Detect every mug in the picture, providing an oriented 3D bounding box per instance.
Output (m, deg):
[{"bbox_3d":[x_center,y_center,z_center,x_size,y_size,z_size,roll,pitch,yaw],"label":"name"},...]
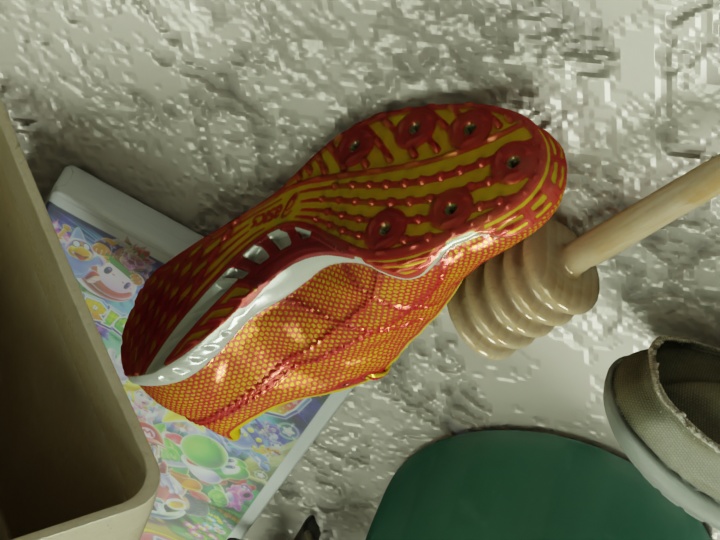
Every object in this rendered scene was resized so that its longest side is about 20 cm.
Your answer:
[{"bbox_3d":[0.066,0.170,0.889,0.151,0.115,0.186,7,135,17],"label":"mug"}]

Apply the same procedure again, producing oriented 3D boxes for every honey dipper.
[{"bbox_3d":[0.110,-0.026,0.738,0.038,0.038,0.200,42,130,-20],"label":"honey dipper"}]

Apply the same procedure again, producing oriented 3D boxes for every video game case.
[{"bbox_3d":[-0.093,0.053,0.911,0.143,0.018,0.200,29,137,-6],"label":"video game case"}]

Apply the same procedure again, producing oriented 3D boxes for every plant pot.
[{"bbox_3d":[-0.201,0.075,0.812,0.198,0.201,0.178,-18,150,-17],"label":"plant pot"}]

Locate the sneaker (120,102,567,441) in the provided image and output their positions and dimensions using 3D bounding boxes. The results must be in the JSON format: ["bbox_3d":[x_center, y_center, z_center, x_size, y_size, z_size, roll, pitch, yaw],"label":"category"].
[{"bbox_3d":[0.000,0.000,0.787,0.199,0.073,0.077,-27,135,35],"label":"sneaker"}]

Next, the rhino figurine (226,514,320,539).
[{"bbox_3d":[-0.037,0.180,0.971,0.059,0.088,0.201,-10,139,-18],"label":"rhino figurine"}]

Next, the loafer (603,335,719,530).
[{"bbox_3d":[0.185,0.063,0.774,0.199,0.075,0.070,20,126,-3],"label":"loafer"}]
